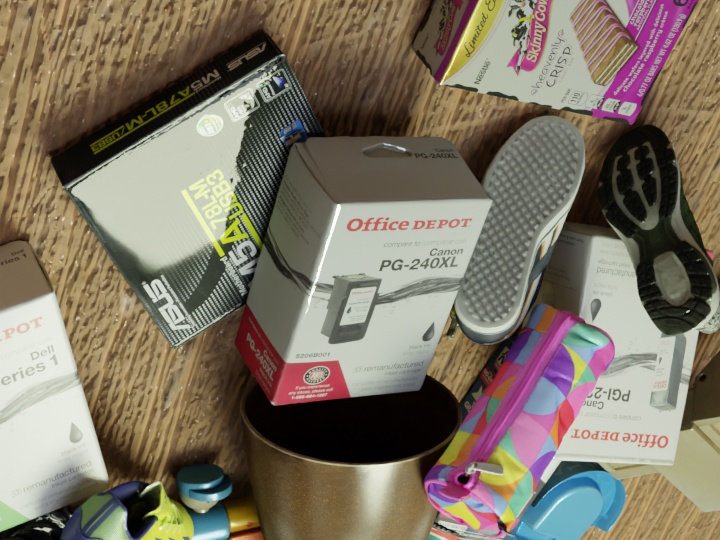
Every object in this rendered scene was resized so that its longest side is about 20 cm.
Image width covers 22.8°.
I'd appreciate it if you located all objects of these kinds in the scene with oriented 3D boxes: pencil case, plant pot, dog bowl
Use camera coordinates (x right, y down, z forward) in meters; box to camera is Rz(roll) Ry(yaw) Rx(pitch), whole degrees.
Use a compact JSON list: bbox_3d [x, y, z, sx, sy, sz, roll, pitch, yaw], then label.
[{"bbox_3d":[0.129,0.121,1.449,0.201,0.088,0.089,-56,139,-23],"label":"pencil case"},{"bbox_3d":[-0.012,0.205,1.530,0.185,0.187,0.202,-8,117,-22],"label":"plant pot"},{"bbox_3d":[0.178,0.261,1.793,0.111,0.050,0.200,22,114,-38],"label":"dog bowl"}]

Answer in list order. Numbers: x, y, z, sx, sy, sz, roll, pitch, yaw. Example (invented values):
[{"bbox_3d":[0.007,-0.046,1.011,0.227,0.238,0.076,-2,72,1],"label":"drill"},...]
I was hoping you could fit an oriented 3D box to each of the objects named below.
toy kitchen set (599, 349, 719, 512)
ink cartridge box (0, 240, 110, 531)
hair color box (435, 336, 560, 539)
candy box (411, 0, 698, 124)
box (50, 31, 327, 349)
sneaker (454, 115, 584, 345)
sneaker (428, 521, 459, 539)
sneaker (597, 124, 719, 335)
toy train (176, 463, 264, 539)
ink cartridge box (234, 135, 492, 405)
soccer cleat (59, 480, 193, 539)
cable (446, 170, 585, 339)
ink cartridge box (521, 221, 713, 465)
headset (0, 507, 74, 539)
[{"bbox_3d":[0.342,0.115,1.737,0.199,0.182,0.163,-15,140,34],"label":"toy kitchen set"},{"bbox_3d":[-0.291,0.097,1.383,0.145,0.084,0.201,-21,127,-15],"label":"ink cartridge box"},{"bbox_3d":[0.135,0.164,1.687,0.099,0.061,0.201,14,117,-35],"label":"hair color box"},{"bbox_3d":[0.157,-0.200,1.408,0.199,0.061,0.137,7,122,-31],"label":"candy box"},{"bbox_3d":[-0.112,-0.059,1.391,0.192,0.048,0.201,-32,134,-5],"label":"box"},{"bbox_3d":[0.126,-0.031,1.485,0.080,0.078,0.201,87,28,-69],"label":"sneaker"},{"bbox_3d":[0.039,0.291,1.669,0.070,0.094,0.200,23,159,1],"label":"sneaker"},{"bbox_3d":[0.260,-0.028,1.521,0.076,0.201,0.089,-21,153,22],"label":"sneaker"},{"bbox_3d":[-0.075,0.220,1.616,0.198,0.085,0.117,-9,116,-21],"label":"toy train"},{"bbox_3d":[0.000,0.000,1.412,0.144,0.084,0.201,-3,130,-30],"label":"ink cartridge box"},{"bbox_3d":[-0.175,0.207,1.463,0.084,0.065,0.200,-50,164,10],"label":"soccer cleat"},{"bbox_3d":[0.104,-0.039,1.539,0.097,0.050,0.201,36,93,-24],"label":"cable"},{"bbox_3d":[0.219,0.066,1.586,0.145,0.085,0.202,6,99,-31],"label":"ink cartridge box"},{"bbox_3d":[-0.275,0.223,1.491,0.198,0.124,0.095,13,110,-6],"label":"headset"}]
